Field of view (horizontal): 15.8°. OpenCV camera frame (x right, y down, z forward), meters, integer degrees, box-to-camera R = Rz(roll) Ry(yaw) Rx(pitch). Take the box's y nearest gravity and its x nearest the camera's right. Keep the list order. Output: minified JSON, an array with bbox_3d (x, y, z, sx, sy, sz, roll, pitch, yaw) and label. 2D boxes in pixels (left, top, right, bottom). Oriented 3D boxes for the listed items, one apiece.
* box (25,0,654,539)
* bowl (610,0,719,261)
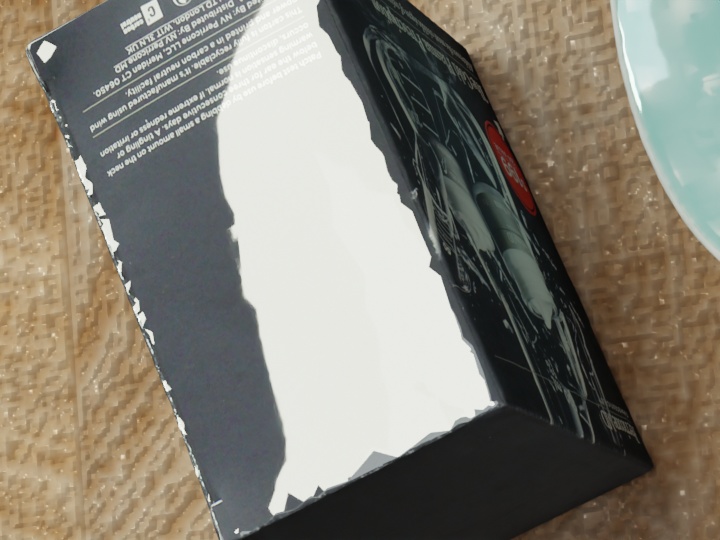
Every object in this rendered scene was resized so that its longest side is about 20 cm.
[{"bbox_3d":[0.000,0.000,0.890,0.104,0.200,0.183,-27,73,14],"label":"box"},{"bbox_3d":[0.173,-0.101,0.864,0.105,0.201,0.202,-9,74,-21],"label":"bowl"}]
